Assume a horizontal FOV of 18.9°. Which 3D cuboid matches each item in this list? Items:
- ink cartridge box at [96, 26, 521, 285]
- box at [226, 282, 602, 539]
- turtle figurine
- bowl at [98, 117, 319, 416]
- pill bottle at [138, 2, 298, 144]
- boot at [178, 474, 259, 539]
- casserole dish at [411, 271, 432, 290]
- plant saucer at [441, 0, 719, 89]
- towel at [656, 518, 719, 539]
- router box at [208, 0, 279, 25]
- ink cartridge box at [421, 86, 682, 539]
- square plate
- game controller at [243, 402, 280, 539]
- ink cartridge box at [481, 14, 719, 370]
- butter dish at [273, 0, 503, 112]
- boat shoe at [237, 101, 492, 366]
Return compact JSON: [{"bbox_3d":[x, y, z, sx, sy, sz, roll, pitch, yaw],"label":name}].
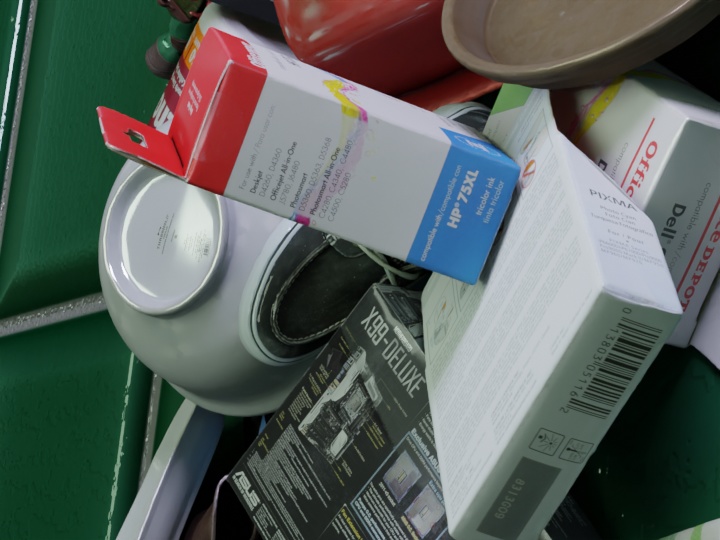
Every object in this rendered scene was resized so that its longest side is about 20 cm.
[{"bbox_3d":[-0.030,-0.067,1.110,0.116,0.199,0.068,-125,56,-73],"label":"ink cartridge box"},{"bbox_3d":[0.025,0.132,1.176,0.158,0.050,0.200,-53,51,24],"label":"box"},{"bbox_3d":[-0.101,-0.208,1.531,0.200,0.100,0.151,-22,59,59],"label":"turtle figurine"},{"bbox_3d":[-0.091,-0.016,1.301,0.200,0.090,0.203,-6,80,36],"label":"bowl"},{"bbox_3d":[-0.093,-0.069,1.438,0.201,0.112,0.113,-61,34,22],"label":"pill bottle"},{"bbox_3d":[-0.101,0.236,1.316,0.167,0.072,0.201,111,169,-68],"label":"boot"},{"bbox_3d":[0.000,0.000,1.333,0.121,0.039,0.201,-46,43,37],"label":"casserole dish"},{"bbox_3d":[0.133,-0.162,1.118,0.199,0.030,0.201,-25,34,19],"label":"plant saucer"},{"bbox_3d":[0.194,0.177,0.970,0.200,0.023,0.154,-29,53,51],"label":"towel"},{"bbox_3d":[-0.082,-0.241,1.409,0.052,0.199,0.158,-46,42,37],"label":"router box"},{"bbox_3d":[0.087,0.018,1.078,0.201,0.047,0.161,-95,28,-55],"label":"ink cartridge box"},{"bbox_3d":[-0.139,0.174,1.406,0.198,0.028,0.201,126,167,-59],"label":"square plate"},{"bbox_3d":[-0.047,0.148,1.329,0.105,0.042,0.201,115,151,-46],"label":"game controller"},{"bbox_3d":[0.137,-0.041,1.104,0.200,0.067,0.118,44,116,55],"label":"ink cartridge box"},{"bbox_3d":[0.010,-0.197,1.253,0.199,0.147,0.201,-21,73,40],"label":"butter dish"},{"bbox_3d":[0.012,-0.023,1.222,0.200,0.072,0.071,-46,22,-9],"label":"boat shoe"}]
